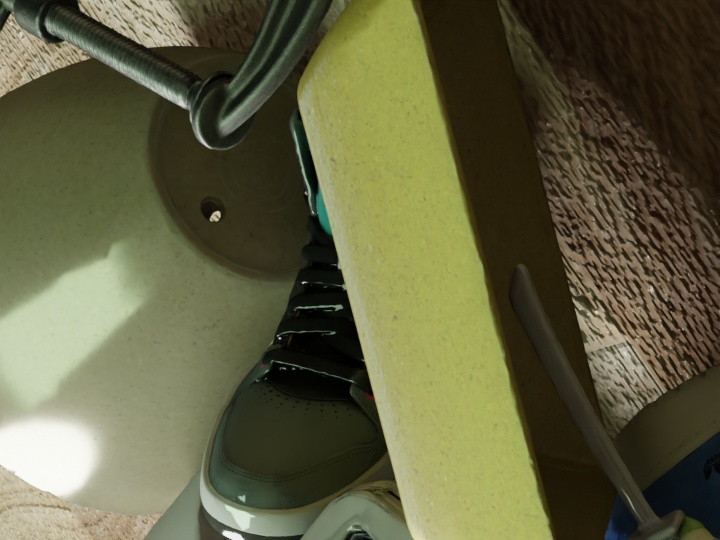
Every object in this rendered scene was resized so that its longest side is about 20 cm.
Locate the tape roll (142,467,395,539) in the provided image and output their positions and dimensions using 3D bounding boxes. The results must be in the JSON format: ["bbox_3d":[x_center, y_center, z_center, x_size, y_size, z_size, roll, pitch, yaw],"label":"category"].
[{"bbox_3d":[0.004,0.152,1.008,0.203,0.202,0.071,49,127,12],"label":"tape roll"}]

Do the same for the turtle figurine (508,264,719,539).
[{"bbox_3d":[0.138,0.098,0.780,0.199,0.195,0.144,13,-168,11],"label":"turtle figurine"}]

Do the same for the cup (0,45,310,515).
[{"bbox_3d":[-0.074,-0.014,1.052,0.201,0.200,0.143,54,143,0],"label":"cup"}]

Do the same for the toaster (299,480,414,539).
[{"bbox_3d":[0.047,0.149,0.858,0.129,0.114,0.200,24,-163,-46],"label":"toaster"}]

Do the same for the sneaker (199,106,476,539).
[{"bbox_3d":[0.000,0.000,0.915,0.083,0.200,0.121,13,129,19],"label":"sneaker"}]

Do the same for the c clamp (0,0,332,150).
[{"bbox_3d":[-0.080,-0.104,0.974,0.027,0.171,0.200,21,-179,-43],"label":"c clamp"}]

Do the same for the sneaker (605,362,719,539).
[{"bbox_3d":[0.128,0.118,0.949,0.111,0.077,0.200,58,154,14],"label":"sneaker"}]

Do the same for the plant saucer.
[{"bbox_3d":[0.031,0.000,0.801,0.200,0.048,0.201,-39,-65,-79],"label":"plant saucer"}]
